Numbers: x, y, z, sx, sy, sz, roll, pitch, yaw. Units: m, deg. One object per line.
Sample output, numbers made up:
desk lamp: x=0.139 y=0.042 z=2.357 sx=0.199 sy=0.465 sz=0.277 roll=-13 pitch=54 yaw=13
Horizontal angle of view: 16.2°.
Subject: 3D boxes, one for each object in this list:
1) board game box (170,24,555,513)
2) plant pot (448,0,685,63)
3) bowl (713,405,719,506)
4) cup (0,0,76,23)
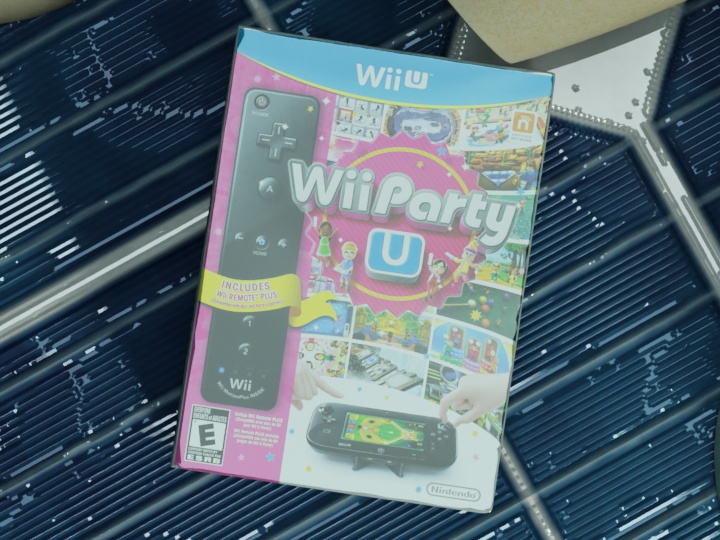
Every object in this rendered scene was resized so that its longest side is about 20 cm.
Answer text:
board game box: x=0.000 y=0.000 z=1.151 sx=0.147 sy=0.064 sz=0.200 roll=8 pitch=88 yaw=-1
plant pot: x=0.115 y=-0.189 z=1.112 sx=0.200 sy=0.187 sz=0.187 roll=-38 pitch=90 yaw=12
bowl: x=0.265 y=0.085 z=1.134 sx=0.201 sy=0.105 sz=0.201 roll=0 pitch=89 yaw=0
cup: x=-0.177 y=-0.214 z=1.110 sx=0.200 sy=0.143 sz=0.200 roll=0 pitch=90 yaw=-1
